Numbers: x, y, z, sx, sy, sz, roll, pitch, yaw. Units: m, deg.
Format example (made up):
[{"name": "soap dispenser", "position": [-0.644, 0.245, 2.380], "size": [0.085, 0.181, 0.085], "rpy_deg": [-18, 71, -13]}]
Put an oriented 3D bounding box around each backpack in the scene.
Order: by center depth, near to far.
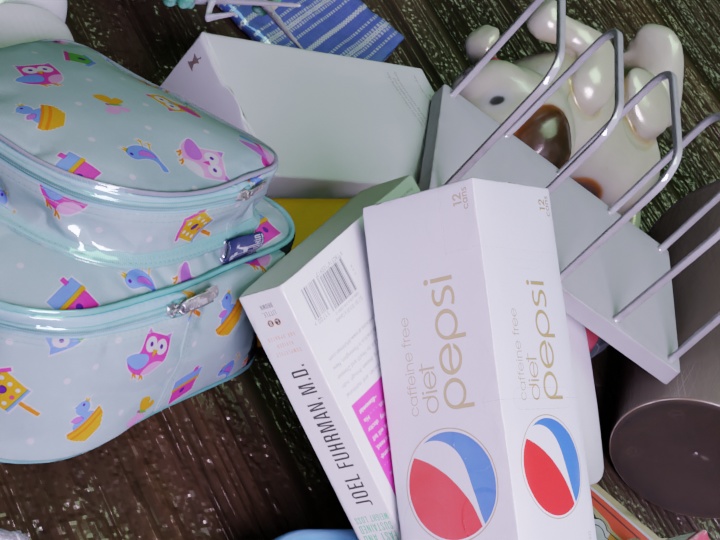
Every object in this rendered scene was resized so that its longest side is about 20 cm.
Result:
[{"name": "backpack", "position": [-0.143, -0.010, 0.712], "size": [0.176, 0.153, 0.200], "rpy_deg": [31, 37, 19]}]

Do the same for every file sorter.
[{"name": "file sorter", "position": [0.155, -0.058, 0.969], "size": [0.200, 0.125, 0.139], "rpy_deg": [35, 32, -16]}]

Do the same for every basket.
[{"name": "basket", "position": [0.244, 0.059, 1.071], "size": [0.136, 0.180, 0.200], "rpy_deg": [32, 46, -6]}]

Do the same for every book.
[{"name": "book", "position": [0.027, 0.070, 0.759], "size": [0.134, 0.048, 0.200], "rpy_deg": [-42, 112, -53]}]

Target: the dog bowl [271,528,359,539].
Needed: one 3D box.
[{"name": "dog bowl", "position": [0.009, 0.180, 0.776], "size": [0.200, 0.050, 0.112], "rpy_deg": [9, 48, -43]}]

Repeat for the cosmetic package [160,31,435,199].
[{"name": "cosmetic package", "position": [-0.026, -0.073, 0.980], "size": [0.200, 0.081, 0.113], "rpy_deg": [2, 52, -45]}]

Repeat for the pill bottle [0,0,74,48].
[{"name": "pill bottle", "position": [-0.223, -0.162, 0.836], "size": [0.110, 0.110, 0.200], "rpy_deg": [1, 53, -46]}]

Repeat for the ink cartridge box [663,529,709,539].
[{"name": "ink cartridge box", "position": [0.146, 0.250, 0.768], "size": [0.145, 0.083, 0.200], "rpy_deg": [-19, 86, -52]}]

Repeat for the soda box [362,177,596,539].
[{"name": "soda box", "position": [0.056, 0.063, 0.712], "size": [0.064, 0.068, 0.200], "rpy_deg": [3, 76, -49]}]

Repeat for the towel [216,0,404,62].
[{"name": "towel", "position": [-0.064, -0.213, 1.137], "size": [0.200, 0.024, 0.145], "rpy_deg": [44, 34, -2]}]

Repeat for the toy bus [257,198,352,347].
[{"name": "toy bus", "position": [0.000, 0.000, 0.930], "size": [0.200, 0.078, 0.065], "rpy_deg": [-2, 56, -48]}]

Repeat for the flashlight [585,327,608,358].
[{"name": "flashlight", "position": [0.093, 0.050, 0.995], "size": [0.200, 0.068, 0.068], "rpy_deg": [-25, 104, -50]}]

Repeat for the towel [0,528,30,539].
[{"name": "towel", "position": [-0.186, 0.173, 0.543], "size": [0.200, 0.086, 0.166], "rpy_deg": [7, 48, -43]}]

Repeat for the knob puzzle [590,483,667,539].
[{"name": "knob puzzle", "position": [0.177, 0.220, 0.930], "size": [0.220, 0.030, 0.220], "rpy_deg": [29, 37, -24]}]

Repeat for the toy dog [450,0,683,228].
[{"name": "toy dog", "position": [0.130, -0.099, 1.150], "size": [0.200, 0.139, 0.194], "rpy_deg": [-5, 94, -51]}]

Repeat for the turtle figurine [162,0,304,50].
[{"name": "turtle figurine", "position": [-0.092, -0.205, 0.978], "size": [0.200, 0.101, 0.150], "rpy_deg": [19, 7, 26]}]

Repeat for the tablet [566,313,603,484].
[{"name": "tablet", "position": [0.084, 0.075, 0.912], "size": [0.200, 0.014, 0.130], "rpy_deg": [-5, 87, -52]}]
